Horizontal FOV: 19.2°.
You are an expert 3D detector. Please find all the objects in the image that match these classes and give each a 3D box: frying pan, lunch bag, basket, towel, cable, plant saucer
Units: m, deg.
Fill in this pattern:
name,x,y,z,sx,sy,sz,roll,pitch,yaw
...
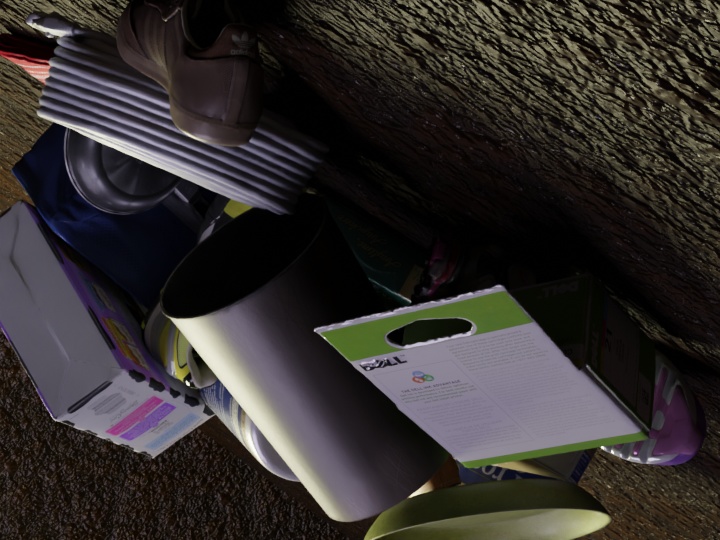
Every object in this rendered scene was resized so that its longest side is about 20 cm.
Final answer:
name,x,y,z,sx,sy,sz,roll,pitch,yaw
frying pan,-0.155,-0.065,1.594,0.031,0.115,0.191,27,143,52
lunch bag,-0.171,-0.066,1.695,0.200,0.132,0.136,43,-176,-39
basket,-0.029,0.067,1.501,0.200,0.136,0.180,56,173,-18
towel,-0.211,-0.131,1.805,0.144,0.023,0.200,22,165,48
cable,-0.123,-0.100,1.457,0.199,0.070,0.200,25,-178,39
plant saucer,0.097,0.195,1.674,0.199,0.031,0.200,-6,164,-2

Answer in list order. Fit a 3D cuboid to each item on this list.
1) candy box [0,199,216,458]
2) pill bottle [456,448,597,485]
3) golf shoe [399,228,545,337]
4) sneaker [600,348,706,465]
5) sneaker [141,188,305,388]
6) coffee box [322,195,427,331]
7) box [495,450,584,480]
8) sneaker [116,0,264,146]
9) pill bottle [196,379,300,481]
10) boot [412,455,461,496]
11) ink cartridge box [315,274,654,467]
name,x,y,z,sx,sy,sz,roll,pitch,yaw
candy box,-0.214,0.051,1.698,0.168,0.071,0.200,57,-173,21
pill bottle,0.120,0.202,1.870,0.111,0.201,0.112,30,170,6
golf shoe,0.077,0.040,1.550,0.092,0.073,0.200,17,158,-1
sneaker,0.190,0.094,1.544,0.088,0.081,0.200,31,177,-35
sneaker,-0.090,0.003,1.627,0.075,0.201,0.076,10,-151,-42
coffee box,0.000,0.000,1.727,0.123,0.044,0.200,30,170,-2
box,0.121,0.107,1.733,0.078,0.095,0.200,32,171,-15
sneaker,-0.098,-0.146,1.323,0.070,0.076,0.200,7,-157,-26
pill bottle,-0.073,0.080,1.700,0.111,0.111,0.200,39,180,-32
boot,0.029,0.127,1.752,0.156,0.076,0.200,64,162,11
ink cartridge box,0.087,0.046,1.410,0.147,0.076,0.200,-13,142,31
